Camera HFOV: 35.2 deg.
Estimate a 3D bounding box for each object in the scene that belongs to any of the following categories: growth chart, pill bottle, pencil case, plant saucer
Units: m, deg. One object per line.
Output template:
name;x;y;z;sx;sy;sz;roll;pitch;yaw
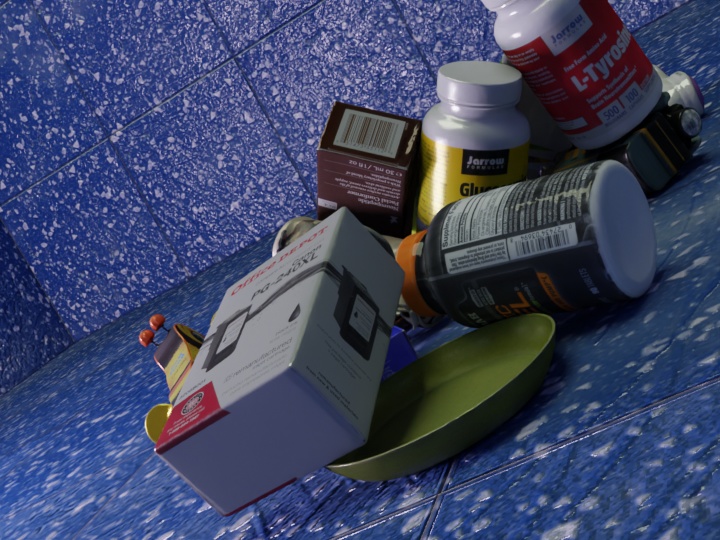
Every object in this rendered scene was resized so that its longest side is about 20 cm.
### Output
growth chart;0.202;-0.168;1.260;0.018;0.198;0.146;36;105;45
pill bottle;0.206;-0.230;1.139;0.112;0.200;0.113;-36;21;16
pencil case;0.000;0.000;1.166;0.198;0.079;0.089;14;33;34
plant saucer;0.059;0.096;0.820;0.198;0.031;0.200;-30;7;4
pill bottle;0.123;-0.014;0.899;0.198;0.107;0.106;-14;16;38
pill bottle;0.115;-0.105;1.163;0.111;0.203;0.113;1;26;-1

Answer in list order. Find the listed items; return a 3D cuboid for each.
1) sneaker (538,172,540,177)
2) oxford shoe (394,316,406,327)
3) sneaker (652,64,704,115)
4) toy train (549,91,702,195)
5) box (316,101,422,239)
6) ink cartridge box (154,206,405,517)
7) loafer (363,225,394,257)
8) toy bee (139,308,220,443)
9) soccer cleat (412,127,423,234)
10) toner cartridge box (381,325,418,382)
sneaker;0.212;-0.110;1.434;0.099;0.070;0.200;-38;5;-10
oxford shoe;-0.014;0.054;1.211;0.198;0.072;0.071;-30;6;-6
sneaker;0.362;-0.212;1.450;0.099;0.076;0.200;-29;8;1
toy train;0.272;-0.119;1.208;0.114;0.086;0.199;-44;13;-25
box;0.006;-0.081;1.226;0.201;0.099;0.076;91;-165;-56
ink cartridge box;-0.054;0.064;0.856;0.144;0.083;0.201;-33;23;29
loafer;-0.021;0.046;1.087;0.070;0.074;0.202;-60;-10;-53
toy bee;-0.150;0.091;0.997;0.132;0.108;0.200;-60;11;-13
soccer cleat;0.092;-0.092;1.300;0.082;0.066;0.201;2;-29;1
toner cartridge box;-0.045;0.118;1.018;0.199;0.044;0.095;-32;8;-8
